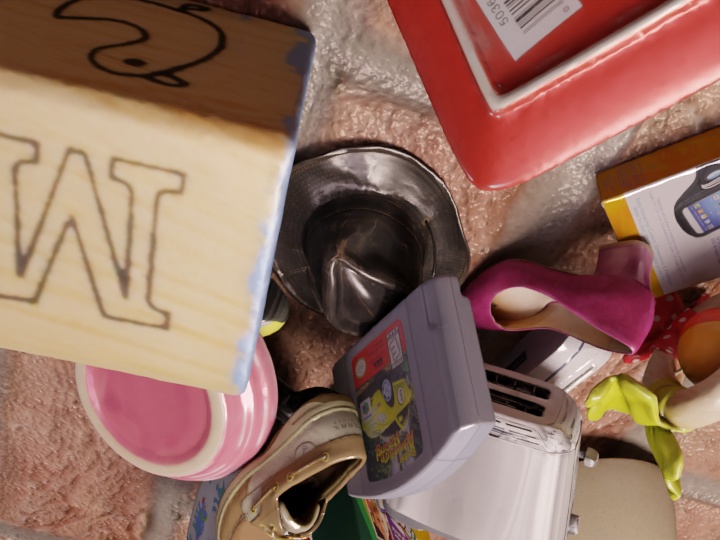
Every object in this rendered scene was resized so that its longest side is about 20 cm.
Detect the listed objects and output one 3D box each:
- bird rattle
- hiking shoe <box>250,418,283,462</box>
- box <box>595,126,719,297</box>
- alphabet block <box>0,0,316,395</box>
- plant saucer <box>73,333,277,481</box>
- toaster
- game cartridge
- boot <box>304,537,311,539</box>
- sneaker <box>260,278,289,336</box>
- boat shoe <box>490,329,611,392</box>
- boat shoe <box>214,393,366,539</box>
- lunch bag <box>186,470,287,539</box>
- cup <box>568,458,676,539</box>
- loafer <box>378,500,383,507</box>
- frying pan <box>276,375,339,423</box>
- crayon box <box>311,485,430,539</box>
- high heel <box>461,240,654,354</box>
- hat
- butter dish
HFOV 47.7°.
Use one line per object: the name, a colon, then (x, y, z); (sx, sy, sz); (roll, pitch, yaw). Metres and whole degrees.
bird rattle: (0.270, 0.075, 0.646); (0.113, 0.200, 0.163); (49, 136, -2)
hiking shoe: (-0.155, 0.128, 0.797); (0.197, 0.076, 0.102); (2, 133, 43)
box: (0.296, -0.057, 0.630); (0.197, 0.042, 0.120); (-22, 127, 21)
alphabet block: (-0.147, -0.063, 0.551); (0.196, 0.197, 0.199); (12, 122, -7)
plant saucer: (-0.167, 0.096, 0.690); (0.197, 0.051, 0.205); (8, 114, 19)
toaster: (0.102, 0.159, 0.711); (0.196, 0.113, 0.132); (16, 109, 19)
game cartridge: (0.033, 0.107, 0.651); (0.040, 0.135, 0.200); (0, 153, -28)
boot: (-0.089, 0.381, 0.999); (0.071, 0.146, 0.202); (-6, 133, 9)
sneaker: (-0.148, 0.048, 0.752); (0.196, 0.079, 0.091); (-3, 134, 24)
boat shoe: (0.155, 0.120, 0.782); (0.065, 0.074, 0.200); (32, 129, -17)
boat shoe: (-0.062, 0.192, 0.692); (0.073, 0.067, 0.201); (10, 126, -37)
lunch bag: (-0.120, 0.269, 0.846); (0.081, 0.161, 0.204); (10, 103, -25)
cup: (0.257, 0.314, 0.878); (0.196, 0.145, 0.202); (-4, 140, -3)
loafer: (0.115, 0.217, 0.836); (0.196, 0.068, 0.077); (-16, 128, -17)
frying pan: (-0.061, 0.133, 0.780); (0.188, 0.031, 0.116); (17, 150, 48)
crayon box: (0.017, 0.278, 0.868); (0.058, 0.174, 0.201); (-28, 125, 12)
high heel: (0.150, 0.042, 0.674); (0.198, 0.097, 0.067); (-13, 131, 40)
hat: (0.000, 0.000, 0.683); (0.196, 0.082, 0.203); (4, 133, 4)
butter dish: (0.128, -0.174, 0.478); (0.197, 0.147, 0.203); (-26, 83, 27)
